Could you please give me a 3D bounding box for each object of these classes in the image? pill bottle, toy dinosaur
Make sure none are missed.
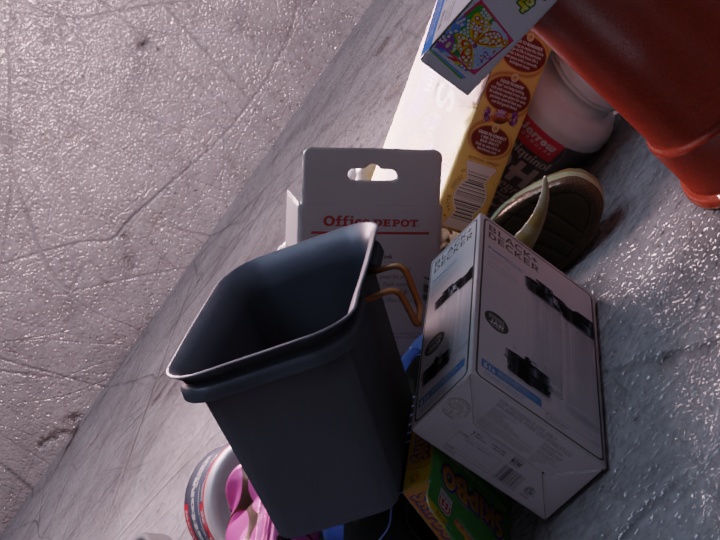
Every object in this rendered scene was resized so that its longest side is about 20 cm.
[{"bbox_3d":[-0.101,0.215,1.227,0.120,0.119,0.200,-60,8,-18],"label":"pill bottle"},{"bbox_3d":[0.153,-0.128,1.177,0.200,0.110,0.111,-45,17,39],"label":"pill bottle"},{"bbox_3d":[0.110,0.006,1.033,0.200,0.101,0.058,-34,24,57],"label":"toy dinosaur"}]

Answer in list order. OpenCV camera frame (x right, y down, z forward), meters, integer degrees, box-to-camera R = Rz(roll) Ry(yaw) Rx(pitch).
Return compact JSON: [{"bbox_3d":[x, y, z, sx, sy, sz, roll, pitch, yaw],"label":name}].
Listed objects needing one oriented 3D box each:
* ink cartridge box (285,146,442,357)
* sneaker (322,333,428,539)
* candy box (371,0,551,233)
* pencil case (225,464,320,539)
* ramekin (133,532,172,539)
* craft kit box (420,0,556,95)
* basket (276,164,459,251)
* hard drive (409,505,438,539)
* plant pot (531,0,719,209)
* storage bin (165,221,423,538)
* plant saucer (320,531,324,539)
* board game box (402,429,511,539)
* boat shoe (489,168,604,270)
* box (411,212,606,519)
[{"bbox_3d":[0.000,0.000,1.049,0.067,0.115,0.202,-134,46,-74],"label":"ink cartridge box"},{"bbox_3d":[0.047,0.128,0.965,0.201,0.077,0.070,-60,-30,-36],"label":"sneaker"},{"bbox_3d":[0.088,-0.143,1.129,0.117,0.056,0.201,37,110,55],"label":"candy box"},{"bbox_3d":[-0.068,0.222,0.950,0.090,0.094,0.201,-9,41,9],"label":"pencil case"},{"bbox_3d":[-0.134,0.312,1.042,0.200,0.104,0.202,-169,90,-70],"label":"ramekin"},{"bbox_3d":[0.124,-0.234,0.841,0.198,0.048,0.201,-49,15,37],"label":"craft kit box"},{"bbox_3d":[-0.006,0.042,1.228,0.200,0.160,0.199,-45,17,40],"label":"basket"},{"bbox_3d":[0.012,0.210,1.019,0.135,0.042,0.201,-44,17,40],"label":"hard drive"},{"bbox_3d":[0.218,-0.180,0.897,0.201,0.195,0.201,-51,14,18],"label":"plant pot"},{"bbox_3d":[-0.020,0.069,0.867,0.144,0.135,0.200,-19,18,12],"label":"storage bin"},{"bbox_3d":[-0.029,0.200,1.059,0.201,0.019,0.070,-62,6,24],"label":"plant saucer"},{"bbox_3d":[0.071,0.123,0.906,0.030,0.096,0.201,-27,25,21],"label":"board game box"},{"bbox_3d":[0.135,-0.028,1.110,0.200,0.072,0.076,-43,6,42],"label":"boat shoe"},{"bbox_3d":[0.103,0.058,0.907,0.060,0.116,0.200,-48,15,28],"label":"box"}]
